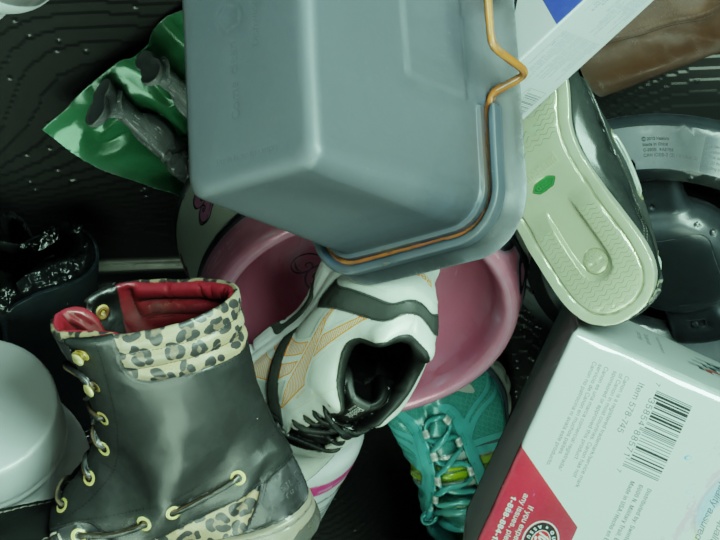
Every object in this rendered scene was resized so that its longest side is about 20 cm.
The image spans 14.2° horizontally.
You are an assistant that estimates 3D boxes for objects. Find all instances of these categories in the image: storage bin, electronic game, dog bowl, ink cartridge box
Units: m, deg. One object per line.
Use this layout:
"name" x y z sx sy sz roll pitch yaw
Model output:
"storage bin" -0.006 -0.107 1.387 0.145 0.201 0.134 -13 164 37
"electronic game" 0.175 -0.011 1.609 0.199 0.042 0.200 8 138 7
"dog bowl" 0.000 0.000 1.553 0.199 0.074 0.200 -2 137 -2
"ink cartridge box" 0.083 -0.144 1.437 0.200 0.094 0.044 -42 146 26
"ink cartridge box" 0.174 0.125 1.562 0.200 0.145 0.146 25 97 0

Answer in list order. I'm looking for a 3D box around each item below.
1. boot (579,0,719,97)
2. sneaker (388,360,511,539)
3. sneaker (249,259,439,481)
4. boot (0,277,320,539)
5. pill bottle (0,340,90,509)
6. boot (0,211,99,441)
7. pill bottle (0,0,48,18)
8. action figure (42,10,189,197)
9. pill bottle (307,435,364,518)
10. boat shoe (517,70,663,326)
"boot" 0.172 -0.172 1.451 0.199 0.064 0.187 -11 132 19
"sneaker" 0.059 0.113 1.708 0.077 0.080 0.200 -13 130 15
"sneaker" -0.019 0.061 1.506 0.074 0.080 0.200 12 137 -20
"boot" -0.131 0.088 1.494 0.199 0.073 0.151 -8 117 11
"pill bottle" -0.202 0.136 1.636 0.114 0.114 0.200 0 141 5
"boot" -0.243 0.042 1.664 0.199 0.077 0.168 -4 136 -1
"pill bottle" -0.163 -0.197 1.413 0.114 0.114 0.200 37 125 -27
"action figure" -0.062 -0.048 1.589 0.118 0.055 0.200 -33 127 26
"pill bottle" -0.082 0.140 1.720 0.113 0.114 0.200 17 132 -11
"boat shoe" 0.098 -0.065 1.506 0.072 0.068 0.200 -28 85 22
